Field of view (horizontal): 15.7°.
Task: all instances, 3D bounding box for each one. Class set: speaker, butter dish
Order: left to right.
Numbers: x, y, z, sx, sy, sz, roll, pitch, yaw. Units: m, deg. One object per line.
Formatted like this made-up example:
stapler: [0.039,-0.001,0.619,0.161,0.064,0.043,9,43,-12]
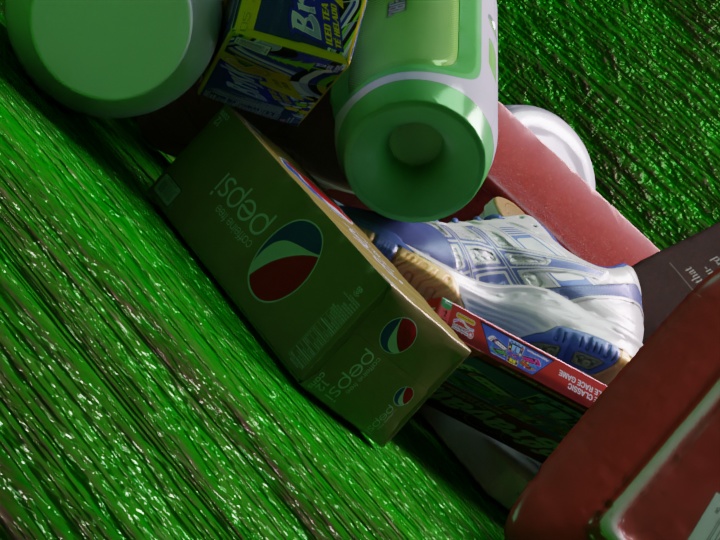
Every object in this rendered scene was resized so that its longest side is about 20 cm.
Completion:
speaker: [0.031,-0.108,1.399,0.088,0.088,0.200,41,26,-21]
butter dish: [0.177,0.131,1.284,0.200,0.199,0.148,44,-19,-4]

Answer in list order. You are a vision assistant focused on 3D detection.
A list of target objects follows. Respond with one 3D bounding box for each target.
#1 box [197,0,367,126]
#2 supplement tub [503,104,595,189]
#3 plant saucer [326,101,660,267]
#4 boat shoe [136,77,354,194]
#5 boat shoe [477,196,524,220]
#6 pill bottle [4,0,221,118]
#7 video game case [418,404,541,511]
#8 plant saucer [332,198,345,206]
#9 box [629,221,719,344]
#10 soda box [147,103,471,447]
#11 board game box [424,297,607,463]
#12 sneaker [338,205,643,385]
box: [-0.041,-0.131,1.381,0.064,0.070,0.200,16,-7,-8]
supplement tub: [0.060,-0.055,1.840,0.123,0.123,0.200,40,-21,-31]
plant saucer: [0.064,-0.005,1.605,0.200,0.200,0.037,40,46,-31]
boat shoe: [-0.027,-0.083,1.512,0.200,0.071,0.065,11,-4,11]
boat shoe: [0.095,0.030,1.522,0.200,0.069,0.071,55,11,-53]
pill bottle: [-0.129,-0.140,1.374,0.112,0.112,0.200,42,4,-10]
video game case: [0.095,0.116,1.497,0.182,0.024,0.200,40,6,-34]
plant saucer: [0.000,0.000,1.474,0.201,0.039,0.201,35,9,-6]
box: [0.252,0.070,1.479,0.164,0.200,0.166,54,-18,33]
soda box: [-0.028,-0.001,1.263,0.068,0.064,0.200,39,6,-38]
board game box: [0.081,0.065,1.345,0.200,0.019,0.103,28,-21,-31]
sneaker: [0.057,0.005,1.383,0.200,0.075,0.088,24,48,-11]
